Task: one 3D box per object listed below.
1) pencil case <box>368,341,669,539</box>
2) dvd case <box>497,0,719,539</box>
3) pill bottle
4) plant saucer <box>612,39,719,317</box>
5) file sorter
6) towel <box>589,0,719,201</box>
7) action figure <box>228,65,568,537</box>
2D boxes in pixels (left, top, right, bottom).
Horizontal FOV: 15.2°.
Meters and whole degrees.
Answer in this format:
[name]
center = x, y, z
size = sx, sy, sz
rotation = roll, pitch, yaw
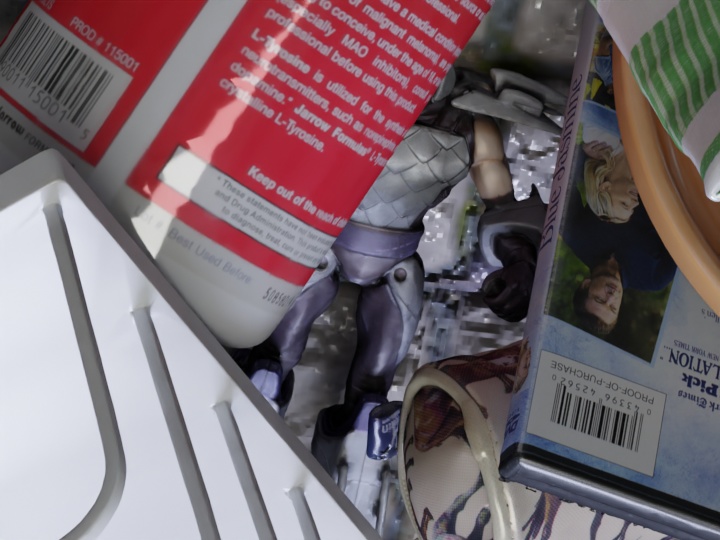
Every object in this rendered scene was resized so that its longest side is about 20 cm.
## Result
[pencil case]
center = 0.105, 0.048, 0.851
size = 0.200, 0.078, 0.089
rotation = -15, 162, -26
[dvd case]
center = 0.124, -0.006, 0.812
size = 0.143, 0.200, 0.018
rotation = 20, 150, -13
[pill bottle]
center = -0.021, -0.087, 0.776
size = 0.112, 0.112, 0.200
rotation = 33, 94, -19
[plant saucer]
center = 0.164, -0.046, 0.805
size = 0.200, 0.200, 0.037
rotation = 18, 158, -12
[file sorter]
center = -0.080, 0.097, 0.721
size = 0.139, 0.125, 0.200
rotation = -29, 134, 8
[towel]
center = 0.108, -0.124, 0.729
size = 0.023, 0.200, 0.153
rotation = 22, 117, -32
[action figure]
center = 0.000, 0.000, 0.876
size = 0.130, 0.069, 0.200
rotation = 16, 115, 0
